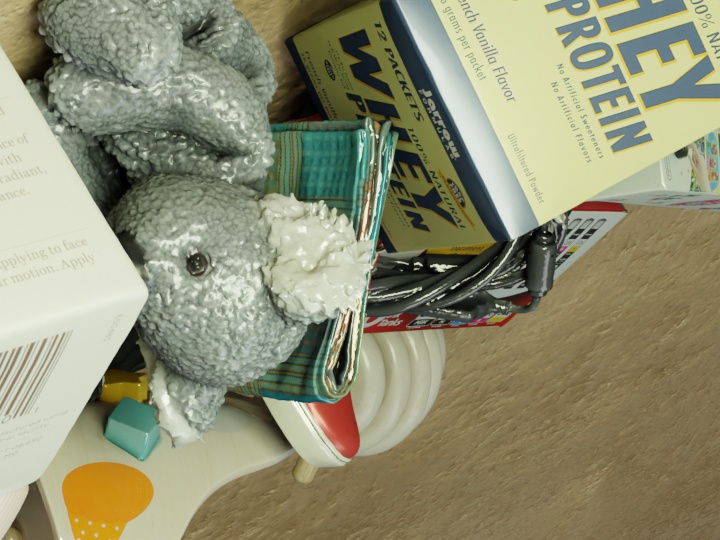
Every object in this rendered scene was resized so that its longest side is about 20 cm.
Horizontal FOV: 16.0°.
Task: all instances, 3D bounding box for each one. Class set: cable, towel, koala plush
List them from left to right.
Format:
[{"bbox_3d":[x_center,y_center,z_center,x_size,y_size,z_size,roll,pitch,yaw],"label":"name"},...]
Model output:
[{"bbox_3d":[-0.088,-0.028,1.287,0.177,0.200,0.183,-43,158,27],"label":"koala plush"},{"bbox_3d":[-0.054,-0.007,1.362,0.022,0.148,0.200,12,175,-33],"label":"towel"},{"bbox_3d":[0.032,-0.047,1.517,0.199,0.051,0.164,11,120,-10],"label":"cable"}]

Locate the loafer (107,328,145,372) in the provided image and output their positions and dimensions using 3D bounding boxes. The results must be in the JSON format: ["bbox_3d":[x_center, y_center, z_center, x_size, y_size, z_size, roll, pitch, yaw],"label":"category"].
[{"bbox_3d":[-0.173,0.048,1.557,0.070,0.068,0.200,31,125,-35],"label":"loafer"}]

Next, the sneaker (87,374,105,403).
[{"bbox_3d":[-0.167,0.032,1.375,0.071,0.083,0.200,-3,-148,23],"label":"sneaker"}]

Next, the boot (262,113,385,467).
[{"bbox_3d":[0.000,0.000,1.444,0.144,0.201,0.072,-19,167,10],"label":"boot"}]

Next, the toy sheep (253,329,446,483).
[{"bbox_3d":[-0.007,0.065,1.742,0.138,0.138,0.200,-43,172,28],"label":"toy sheep"}]

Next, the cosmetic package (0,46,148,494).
[{"bbox_3d":[-0.229,-0.004,1.130,0.164,0.200,0.165,-17,155,-36],"label":"cosmetic package"}]

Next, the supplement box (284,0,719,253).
[{"bbox_3d":[0.096,-0.114,1.343,0.199,0.135,0.200,-29,-173,-16],"label":"supplement box"}]

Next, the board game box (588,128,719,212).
[{"bbox_3d":[0.194,-0.114,1.571,0.064,0.148,0.200,-8,176,31],"label":"board game box"}]

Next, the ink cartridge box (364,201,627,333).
[{"bbox_3d":[0.075,-0.043,1.667,0.176,0.084,0.200,-44,157,29],"label":"ink cartridge box"}]

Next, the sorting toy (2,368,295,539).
[{"bbox_3d":[-0.134,0.101,1.478,0.179,0.107,0.200,-10,-169,-31],"label":"sorting toy"}]

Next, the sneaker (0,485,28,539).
[{"bbox_3d":[-0.265,0.085,1.361,0.105,0.200,0.075,-50,-171,8],"label":"sneaker"}]
